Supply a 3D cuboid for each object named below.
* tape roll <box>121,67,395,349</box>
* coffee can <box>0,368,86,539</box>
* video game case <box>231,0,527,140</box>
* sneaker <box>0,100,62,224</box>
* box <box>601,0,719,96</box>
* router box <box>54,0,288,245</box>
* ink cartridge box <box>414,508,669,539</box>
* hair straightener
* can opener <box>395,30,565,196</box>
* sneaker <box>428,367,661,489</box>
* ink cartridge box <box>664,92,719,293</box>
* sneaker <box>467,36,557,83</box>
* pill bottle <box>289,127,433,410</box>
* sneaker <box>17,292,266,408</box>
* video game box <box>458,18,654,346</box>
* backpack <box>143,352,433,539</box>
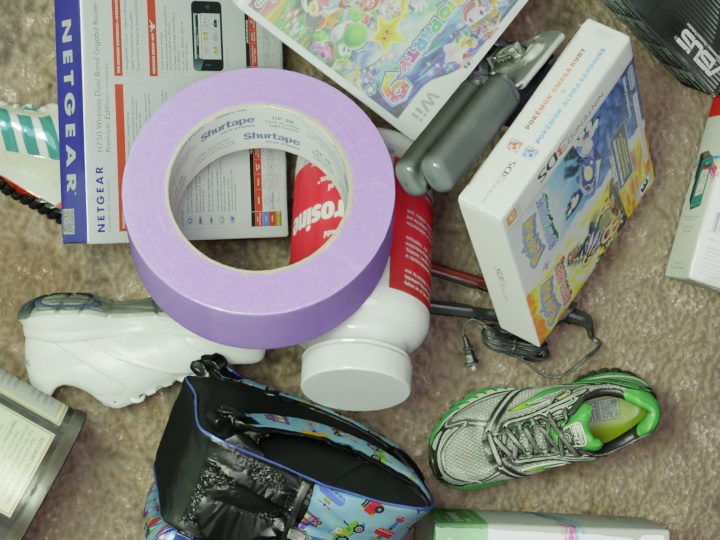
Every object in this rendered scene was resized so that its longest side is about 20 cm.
[{"bbox_3d":[-0.074,-0.047,1.423,0.198,0.066,0.202,0,66,-1],"label":"tape roll"},{"bbox_3d":[-0.329,0.125,1.474,0.199,0.146,0.147,30,87,-7],"label":"coffee can"},{"bbox_3d":[0.018,-0.201,1.429,0.199,0.018,0.144,34,98,-38],"label":"video game case"},{"bbox_3d":[-0.260,-0.106,1.524,0.199,0.070,0.094,30,78,-10],"label":"sneaker"},{"bbox_3d":[0.274,-0.273,1.554,0.200,0.047,0.194,38,82,-41],"label":"box"},{"bbox_3d":[-0.145,-0.123,1.510,0.178,0.049,0.202,-2,92,-33],"label":"router box"},{"bbox_3d":[0.145,0.273,1.574,0.198,0.087,0.147,4,90,-10],"label":"ink cartridge box"},{"bbox_3d":[0.105,0.045,1.593,0.198,0.041,0.078,15,89,-12],"label":"hair straightener"},{"bbox_3d":[0.100,-0.112,1.456,0.200,0.053,0.067,-51,121,-37],"label":"can opener"},{"bbox_3d":[0.149,0.125,1.573,0.198,0.085,0.079,-18,94,-7],"label":"sneaker"},{"bbox_3d":[0.339,-0.075,1.604,0.115,0.067,0.202,16,89,-9],"label":"ink cartridge box"},{"bbox_3d":[0.085,-0.146,1.549,0.200,0.075,0.114,40,64,-1],"label":"sneaker"},{"bbox_3d":[0.000,0.000,1.501,0.111,0.112,0.202,6,64,-8],"label":"pill bottle"},{"bbox_3d":[-0.172,0.064,1.543,0.198,0.075,0.088,2,103,-1],"label":"sneaker"},{"bbox_3d":[0.157,-0.064,1.502,0.047,0.200,0.183,29,72,28],"label":"video game box"},{"bbox_3d":[-0.052,0.168,1.466,0.198,0.183,0.136,20,99,-14],"label":"backpack"}]
